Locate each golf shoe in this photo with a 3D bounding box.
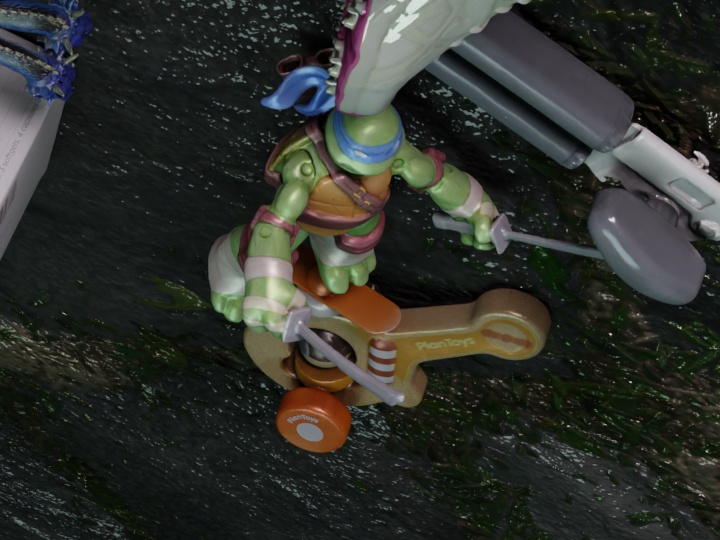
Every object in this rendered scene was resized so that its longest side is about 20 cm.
[{"bbox_3d":[0.043,-0.124,0.826,0.091,0.076,0.200,16,145,-9],"label":"golf shoe"}]

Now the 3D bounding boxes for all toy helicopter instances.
[{"bbox_3d":[0.017,0.033,1.183,0.198,0.079,0.133,-8,133,29],"label":"toy helicopter"}]

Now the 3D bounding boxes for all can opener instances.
[{"bbox_3d":[0.100,-0.062,0.930,0.199,0.067,0.053,37,149,-16],"label":"can opener"}]

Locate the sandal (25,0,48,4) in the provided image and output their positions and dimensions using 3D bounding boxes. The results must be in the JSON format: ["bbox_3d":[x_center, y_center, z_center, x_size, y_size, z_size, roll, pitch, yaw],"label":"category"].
[{"bbox_3d":[-0.157,-0.170,0.945,0.075,0.048,0.201,24,155,-1],"label":"sandal"}]

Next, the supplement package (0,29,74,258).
[{"bbox_3d":[-0.295,-0.053,1.110,0.198,0.193,0.147,24,152,-5],"label":"supplement package"}]

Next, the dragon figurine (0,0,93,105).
[{"bbox_3d":[-0.202,-0.129,0.939,0.098,0.059,0.200,9,172,21],"label":"dragon figurine"}]

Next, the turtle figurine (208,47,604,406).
[{"bbox_3d":[0.000,0.000,1.021,0.200,0.144,0.194,39,160,-6],"label":"turtle figurine"}]
